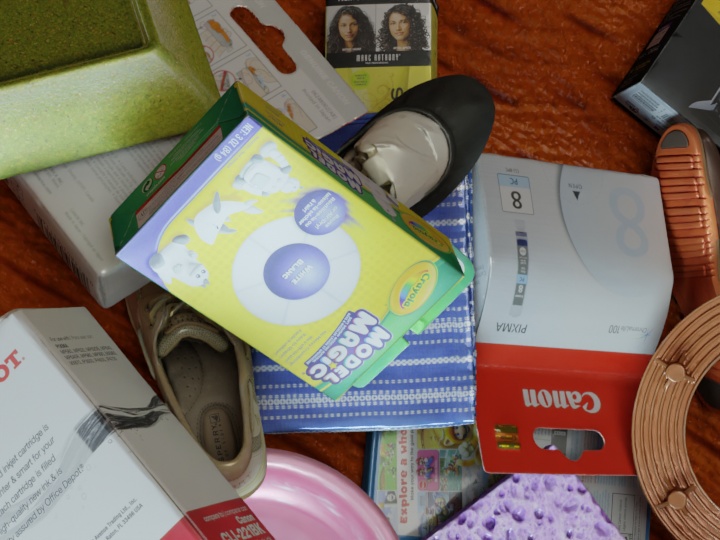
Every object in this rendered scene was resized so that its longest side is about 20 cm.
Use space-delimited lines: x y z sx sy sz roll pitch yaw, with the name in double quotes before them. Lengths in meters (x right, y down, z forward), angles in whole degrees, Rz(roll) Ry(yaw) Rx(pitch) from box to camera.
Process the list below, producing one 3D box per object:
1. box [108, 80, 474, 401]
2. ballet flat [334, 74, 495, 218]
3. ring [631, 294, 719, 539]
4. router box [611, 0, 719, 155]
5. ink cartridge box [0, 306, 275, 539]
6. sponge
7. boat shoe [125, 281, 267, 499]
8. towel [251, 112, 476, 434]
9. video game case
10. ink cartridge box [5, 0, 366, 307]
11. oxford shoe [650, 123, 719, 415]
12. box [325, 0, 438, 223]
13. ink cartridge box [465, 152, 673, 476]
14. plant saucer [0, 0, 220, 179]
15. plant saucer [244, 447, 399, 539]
"box" -0.032 -0.006 1.105 0.200 0.048 0.117 34 110 -31
"ballet flat" 0.000 -0.045 1.154 0.200 0.068 0.068 -39 91 6
"ring" 0.274 0.106 1.225 0.200 0.019 0.201 0 93 8
"router box" 0.299 -0.125 1.341 0.200 0.052 0.157 38 73 -9
"ink cartridge box" -0.164 0.139 1.092 0.144 0.084 0.200 -45 77 15
"sponge" 0.077 0.211 1.218 0.200 0.030 0.112 -35 86 -10
"boat shoe" -0.101 0.041 1.167 0.072 0.065 0.200 -13 66 -7
"towel" 0.000 0.000 1.193 0.145 0.024 0.200 -3 82 9
"video game case" 0.101 0.115 1.269 0.200 0.018 0.143 8 81 -16
"ink cartridge box" -0.122 -0.094 1.178 0.200 0.047 0.160 -33 69 -20
"oxford shoe" 0.249 -0.007 1.304 0.073 0.071 0.200 -17 101 -23
"box" 0.013 -0.081 1.239 0.075 0.050 0.200 0 83 8
"ink cartridge box" 0.136 0.030 1.234 0.160 0.047 0.200 6 68 -36
"plant saucer" -0.202 -0.158 1.145 0.200 0.048 0.200 -15 64 -10
"plant saucer" -0.066 0.210 1.166 0.200 0.051 0.201 1 73 -2
